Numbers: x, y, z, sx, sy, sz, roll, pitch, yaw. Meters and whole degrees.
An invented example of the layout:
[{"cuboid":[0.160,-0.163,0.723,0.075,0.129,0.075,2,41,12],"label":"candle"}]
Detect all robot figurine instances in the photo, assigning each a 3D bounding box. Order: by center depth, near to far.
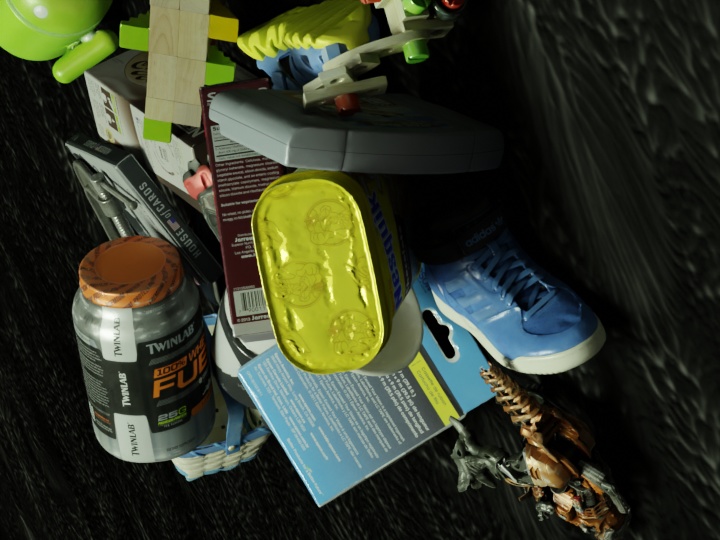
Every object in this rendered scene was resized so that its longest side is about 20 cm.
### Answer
[{"cuboid":[-0.080,0.058,1.893,0.150,0.125,0.200,49,153,15],"label":"robot figurine"},{"cuboid":[-0.318,-0.283,2.021,0.176,0.116,0.200,55,155,-6],"label":"robot figurine"}]

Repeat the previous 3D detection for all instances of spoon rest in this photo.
[{"cuboid":[0.000,0.000,1.677,0.061,0.099,0.200,118,151,-51],"label":"spoon rest"}]

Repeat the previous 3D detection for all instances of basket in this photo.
[{"cuboid":[-0.164,0.113,2.082,0.200,0.139,0.177,91,157,-61],"label":"basket"}]

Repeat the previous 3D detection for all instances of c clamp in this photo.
[{"cuboid":[-0.234,-0.031,1.973,0.171,0.027,0.200,42,162,44],"label":"c clamp"}]

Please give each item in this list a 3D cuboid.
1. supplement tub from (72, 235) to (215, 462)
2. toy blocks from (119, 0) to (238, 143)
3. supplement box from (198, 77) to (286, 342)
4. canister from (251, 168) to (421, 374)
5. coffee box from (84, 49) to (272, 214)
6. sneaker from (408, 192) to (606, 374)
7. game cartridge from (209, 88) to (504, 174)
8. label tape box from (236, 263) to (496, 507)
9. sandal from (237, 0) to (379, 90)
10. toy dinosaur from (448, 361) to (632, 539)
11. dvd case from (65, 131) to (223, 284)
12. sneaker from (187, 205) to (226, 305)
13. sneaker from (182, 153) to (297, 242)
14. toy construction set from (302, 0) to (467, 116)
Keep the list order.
[{"cuboid":[-0.208,0.075,1.902,0.123,0.122,0.200,37,143,43],"label":"supplement tub"},{"cuboid":[-0.148,-0.229,1.734,0.137,0.100,0.200,-81,0,-45],"label":"toy blocks"},{"cuboid":[-0.084,-0.046,1.602,0.109,0.061,0.200,82,180,-85],"label":"supplement box"},{"cuboid":[-0.012,-0.021,1.532,0.200,0.086,0.149,-55,-45,-71],"label":"canister"},{"cuboid":[-0.156,-0.141,1.856,0.200,0.113,0.080,36,145,45],"label":"coffee box"},{"cuboid":[0.106,0.001,1.534,0.200,0.077,0.111,35,154,56],"label":"sneaker"},{"cuboid":[0.004,-0.105,1.497,0.133,0.200,0.042,22,109,52],"label":"game cartridge"},{"cuboid":[0.013,0.094,1.749,0.143,0.200,0.066,58,-168,6],"label":"label tape box"},{"cuboid":[-0.031,-0.174,1.636,0.087,0.079,0.200,64,164,-12],"label":"sandal"},{"cuboid":[0.149,0.137,1.573,0.136,0.102,0.200,20,133,48],"label":"toy dinosaur"},{"cuboid":[-0.213,-0.063,1.945,0.150,0.025,0.200,53,168,-22],"label":"dvd case"},{"cuboid":[-0.152,-0.046,1.994,0.082,0.070,0.200,38,145,35],"label":"sneaker"},{"cuboid":[-0.057,-0.075,1.699,0.200,0.071,0.098,-21,85,29],"label":"sneaker"},{"cuboid":[0.000,-0.215,1.441,0.092,0.131,0.200,-8,91,65],"label":"toy construction set"}]
